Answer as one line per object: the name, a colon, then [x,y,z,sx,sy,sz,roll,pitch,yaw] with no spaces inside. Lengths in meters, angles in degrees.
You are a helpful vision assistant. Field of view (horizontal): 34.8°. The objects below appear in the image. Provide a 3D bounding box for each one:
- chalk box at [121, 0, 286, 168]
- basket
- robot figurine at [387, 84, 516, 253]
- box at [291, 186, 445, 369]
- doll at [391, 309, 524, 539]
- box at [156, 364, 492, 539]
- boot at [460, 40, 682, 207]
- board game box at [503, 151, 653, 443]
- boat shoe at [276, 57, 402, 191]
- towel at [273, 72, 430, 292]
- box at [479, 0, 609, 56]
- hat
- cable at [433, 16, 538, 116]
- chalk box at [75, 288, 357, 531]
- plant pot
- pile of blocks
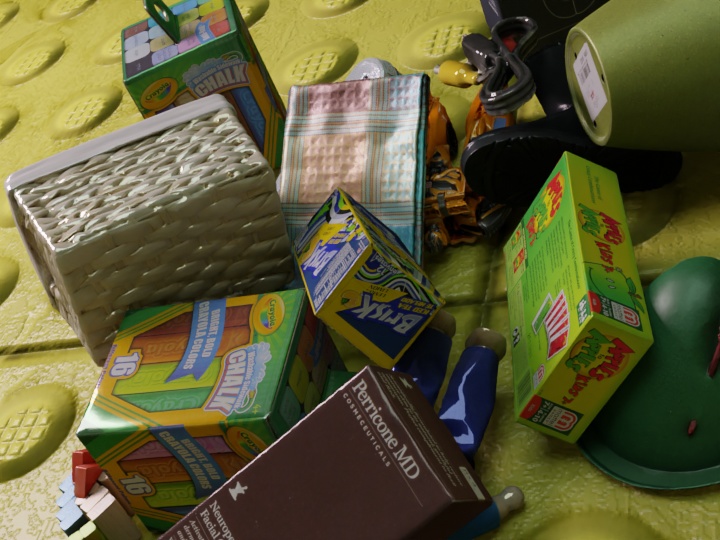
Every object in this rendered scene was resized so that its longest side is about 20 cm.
chalk box: [-0.160,-0.196,1.156,0.123,0.201,0.125,-22,38,4]
basket: [-0.163,-0.033,0.930,0.199,0.136,0.123,-25,40,-18]
robot figurine: [0.077,-0.095,1.035,0.144,0.058,0.201,-9,40,23]
box: [0.000,0.000,0.849,0.064,0.070,0.200,-50,16,7]
doll: [0.046,0.129,0.774,0.136,0.049,0.201,22,64,0]
box: [-0.029,0.160,0.710,0.200,0.075,0.100,-41,65,12]
boot: [0.172,-0.136,0.991,0.196,0.074,0.163,-4,45,-5]
board game box: [0.149,0.013,0.819,0.047,0.102,0.201,21,35,-12]
boat shoe: [-0.016,-0.097,1.053,0.201,0.062,0.072,-54,42,16]
towel: [-0.010,-0.067,0.988,0.146,0.022,0.202,-1,81,28]
box: [0.182,-0.333,1.139,0.147,0.201,0.107,-22,37,2]
hat: [0.208,0.014,0.739,0.199,0.177,0.165,-36,39,-14]
cable: [0.127,-0.170,0.987,0.096,0.051,0.200,-22,28,-1]
chalk box: [-0.079,0.102,0.839,0.198,0.124,0.125,-9,41,20]
plant pot: [0.266,-0.167,0.885,0.198,0.188,0.188,-16,38,-4]
pile of blocks: [-0.210,0.182,0.869,0.082,0.062,0.201,-22,38,4]
